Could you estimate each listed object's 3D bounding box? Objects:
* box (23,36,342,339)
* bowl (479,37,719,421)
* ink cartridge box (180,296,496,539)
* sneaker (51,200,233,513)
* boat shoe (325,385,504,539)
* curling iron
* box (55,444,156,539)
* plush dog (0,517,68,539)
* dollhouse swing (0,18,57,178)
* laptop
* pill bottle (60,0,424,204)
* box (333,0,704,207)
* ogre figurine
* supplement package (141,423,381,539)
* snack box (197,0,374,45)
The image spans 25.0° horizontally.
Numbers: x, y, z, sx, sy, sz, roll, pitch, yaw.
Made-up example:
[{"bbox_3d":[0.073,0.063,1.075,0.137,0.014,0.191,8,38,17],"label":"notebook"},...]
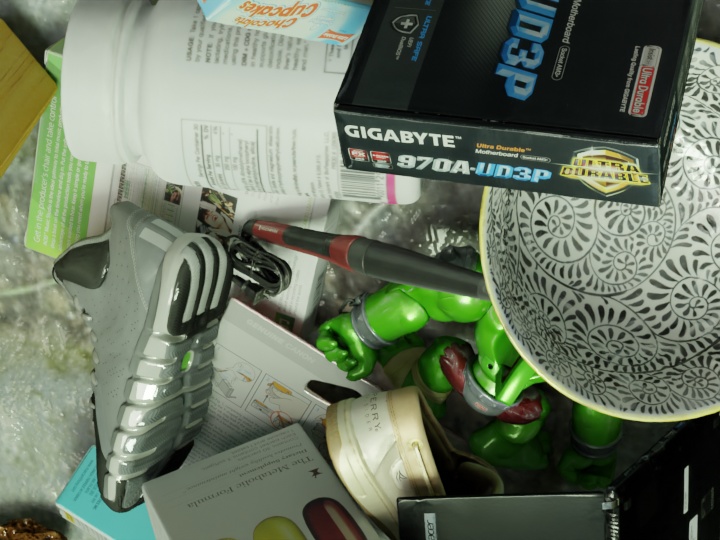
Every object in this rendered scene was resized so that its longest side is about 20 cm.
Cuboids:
[{"bbox_3d":[-0.111,-0.050,1.023,0.198,0.036,0.145,19,121,8],"label":"box"},{"bbox_3d":[0.151,-0.025,0.887,0.199,0.094,0.203,-1,95,-10],"label":"bowl"},{"bbox_3d":[-0.028,0.118,1.070,0.199,0.045,0.177,32,125,0],"label":"ink cartridge box"},{"bbox_3d":[-0.152,0.046,1.025,0.115,0.075,0.201,31,117,25],"label":"sneaker"},{"bbox_3d":[0.054,0.141,0.972,0.069,0.074,0.200,-24,130,18],"label":"boat shoe"},{"bbox_3d":[0.000,0.000,0.945,0.199,0.025,0.050,5,109,35],"label":"curling iron"},{"bbox_3d":[-0.113,0.197,1.121,0.199,0.049,0.082,32,164,1],"label":"box"},{"bbox_3d":[-0.274,0.269,1.209,0.198,0.160,0.173,-21,95,-1],"label":"plush dog"},{"bbox_3d":[-0.316,-0.076,1.003,0.175,0.182,0.200,36,131,-11],"label":"dollhouse swing"},{"bbox_3d":[0.128,0.177,0.985,0.103,0.199,0.179,18,126,37],"label":"laptop"},{"bbox_3d":[-0.060,-0.102,0.912,0.198,0.114,0.114,6,119,5],"label":"pill bottle"},{"bbox_3d":[0.088,-0.127,0.815,0.158,0.201,0.046,8,143,16],"label":"box"},{"bbox_3d":[0.087,0.055,0.971,0.200,0.098,0.120,41,132,5],"label":"ogre figurine"},{"bbox_3d":[-0.041,0.198,0.961,0.113,0.200,0.110,-21,119,-15],"label":"supplement package"},{"bbox_3d":[-0.069,-0.212,0.826,0.037,0.116,0.201,-34,72,30],"label":"snack box"}]
